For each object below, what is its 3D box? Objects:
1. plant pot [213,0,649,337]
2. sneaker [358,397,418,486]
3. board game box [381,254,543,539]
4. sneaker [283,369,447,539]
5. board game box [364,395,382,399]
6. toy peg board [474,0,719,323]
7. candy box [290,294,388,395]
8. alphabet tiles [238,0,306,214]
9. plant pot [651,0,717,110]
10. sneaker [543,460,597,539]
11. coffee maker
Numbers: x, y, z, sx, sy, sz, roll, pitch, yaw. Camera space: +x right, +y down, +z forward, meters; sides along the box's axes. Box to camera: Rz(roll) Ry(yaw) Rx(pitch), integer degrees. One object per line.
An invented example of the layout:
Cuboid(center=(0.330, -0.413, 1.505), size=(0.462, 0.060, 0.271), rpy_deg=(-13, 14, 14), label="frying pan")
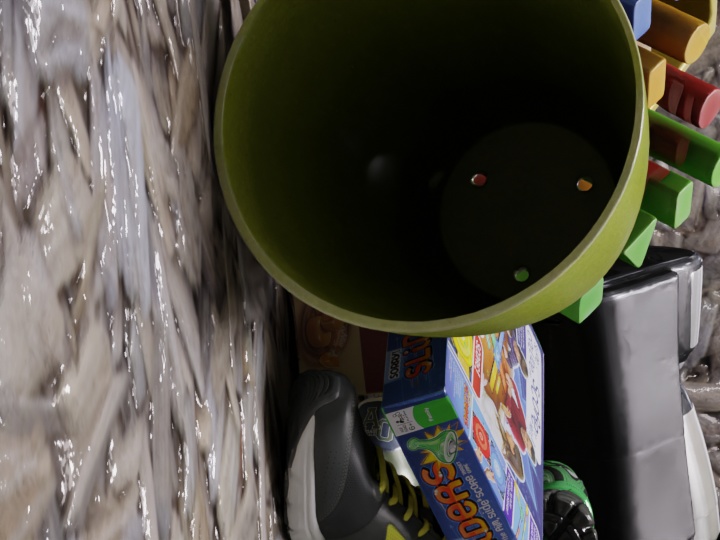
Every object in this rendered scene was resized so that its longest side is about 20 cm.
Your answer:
Cuboid(center=(0.054, -0.046, 1.116), size=(0.200, 0.187, 0.188), rpy_deg=(36, 49, -70), label="plant pot")
Cuboid(center=(0.026, 0.123, 1.441), size=(0.200, 0.067, 0.090), rpy_deg=(47, 45, -76), label="sneaker")
Cuboid(center=(0.056, 0.056, 1.251), size=(0.200, 0.034, 0.136), rpy_deg=(-83, 152, -56), label="board game box")
Cuboid(center=(0.010, 0.122, 1.217), size=(0.075, 0.084, 0.200), rpy_deg=(-89, 172, -46), label="sneaker")
Cuboid(center=(0.027, 0.062, 1.657), size=(0.200, 0.035, 0.127), rpy_deg=(-64, 149, -78), label="board game box")
Cuboid(center=(0.133, -0.088, 1.379), size=(0.200, 0.098, 0.199), rpy_deg=(-43, 148, -31), label="toy peg board")
Cuboid(center=(0.000, 0.000, 1.339), size=(0.200, 0.055, 0.116), rpy_deg=(-33, 117, -82), label="candy box")
Cuboid(center=(-0.011, -0.098, 1.204), size=(0.200, 0.008, 0.168), rpy_deg=(-10, 88, -68), label="alphabet tiles")
Cuboid(center=(0.090, -0.188, 1.544), size=(0.194, 0.200, 0.196), rpy_deg=(-51, 150, -26), label="plant pot")
Cuboid(center=(0.072, 0.194, 1.399), size=(0.200, 0.078, 0.085), rpy_deg=(-52, -174, 21), label="sneaker")
Cuboid(center=(0.143, 0.097, 1.491), size=(0.192, 0.134, 0.200), rpy_deg=(-31, 115, -61), label="coffee maker")
